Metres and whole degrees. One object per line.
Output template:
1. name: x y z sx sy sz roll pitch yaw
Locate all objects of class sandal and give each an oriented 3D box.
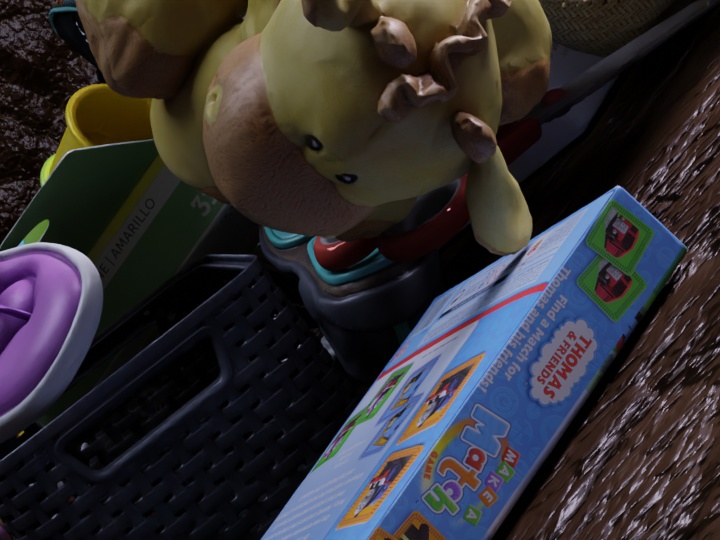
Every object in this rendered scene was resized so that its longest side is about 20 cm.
1. sandal: -0.164 0.021 1.141 0.202 0.050 0.083 5 72 59

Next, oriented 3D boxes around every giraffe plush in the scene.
1. giraffe plush: 0.000 -0.073 1.007 0.201 0.172 0.163 -59 20 28

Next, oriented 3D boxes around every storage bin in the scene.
1. storage bin: -0.077 0.071 1.166 0.135 0.094 0.200 -38 7 -8

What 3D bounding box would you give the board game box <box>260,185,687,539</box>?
1. board game box: 0.011 0.074 0.958 0.200 0.037 0.151 -52 8 -25

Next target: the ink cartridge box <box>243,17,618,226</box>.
1. ink cartridge box: 0.005 -0.119 1.297 0.145 0.200 0.084 -39 15 54

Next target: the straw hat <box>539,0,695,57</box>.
1. straw hat: 0.097 -0.132 1.205 0.201 0.199 0.086 -75 -14 -72

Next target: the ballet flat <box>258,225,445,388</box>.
1. ballet flat: 0.000 0.000 1.224 0.073 0.073 0.200 -49 18 8

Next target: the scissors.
1. scissors: 0.063 -0.060 1.161 0.200 0.014 0.073 -41 21 -26

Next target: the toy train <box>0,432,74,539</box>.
1. toy train: -0.172 0.136 1.338 0.151 0.055 0.200 -62 -29 -17

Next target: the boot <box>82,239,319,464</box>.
1. boot: -0.081 0.062 1.421 0.203 0.073 0.155 4 76 47

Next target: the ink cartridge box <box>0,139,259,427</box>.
1. ink cartridge box: -0.108 0.007 1.281 0.146 0.048 0.200 -54 -9 17

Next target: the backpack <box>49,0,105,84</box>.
1. backpack: -0.048 -0.127 1.470 0.154 0.175 0.200 -54 12 0

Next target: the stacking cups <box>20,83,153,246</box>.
1. stacking cups: -0.139 0.005 1.398 0.201 0.060 0.061 -63 -2 38
